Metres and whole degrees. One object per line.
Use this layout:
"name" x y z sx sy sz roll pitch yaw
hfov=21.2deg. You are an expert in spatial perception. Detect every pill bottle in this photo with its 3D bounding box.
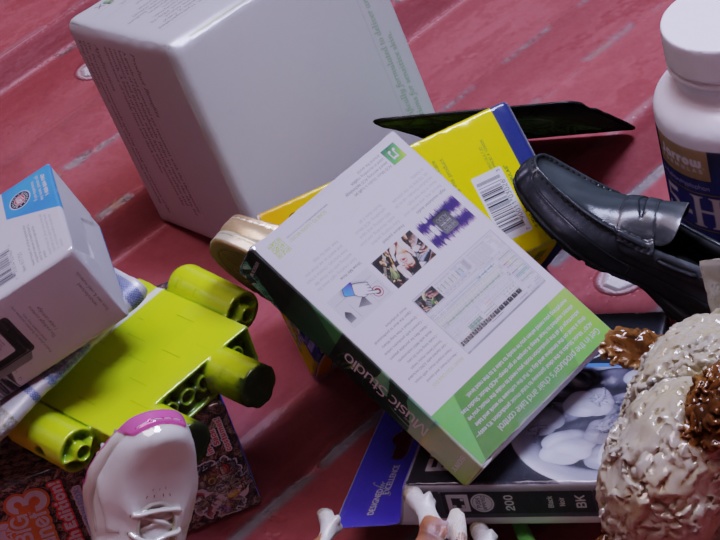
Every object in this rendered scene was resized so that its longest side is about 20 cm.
"pill bottle" 0.267 -0.093 1.335 0.120 0.200 0.120 -12 36 9

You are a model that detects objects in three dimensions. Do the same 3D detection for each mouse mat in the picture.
"mouse mat" 0.114 -0.112 1.479 0.161 0.008 0.200 -4 -2 21

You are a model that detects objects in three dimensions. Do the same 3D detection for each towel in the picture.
"towel" -0.241 0.062 1.274 0.200 0.024 0.147 -47 36 -17

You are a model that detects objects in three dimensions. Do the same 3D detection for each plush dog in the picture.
"plush dog" 0.189 0.094 1.079 0.160 0.200 0.172 28 27 14

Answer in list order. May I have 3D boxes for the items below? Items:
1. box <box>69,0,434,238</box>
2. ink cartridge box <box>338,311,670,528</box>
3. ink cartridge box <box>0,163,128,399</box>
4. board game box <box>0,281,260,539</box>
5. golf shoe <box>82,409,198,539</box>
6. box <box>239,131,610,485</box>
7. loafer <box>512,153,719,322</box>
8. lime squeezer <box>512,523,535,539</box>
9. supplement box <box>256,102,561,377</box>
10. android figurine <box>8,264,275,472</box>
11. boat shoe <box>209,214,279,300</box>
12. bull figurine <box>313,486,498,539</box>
"box" -0.083 -0.154 1.548 0.200 0.199 0.171 -36 31 -22
"ink cartridge box" 0.096 0.096 1.273 0.200 0.043 0.198 -5 29 19
"ink cartridge box" -0.258 0.033 1.243 0.200 0.068 0.116 -33 35 4
"board game box" -0.191 0.117 1.341 0.200 0.097 0.159 -22 36 -5
"golf shoe" -0.131 0.178 1.175 0.075 0.200 0.092 -4 36 -30
"box" 0.043 0.021 1.222 0.200 0.036 0.144 43 57 11
"loafer" 0.197 -0.023 1.304 0.200 0.070 0.068 34 33 2
"lime squeezer" 0.081 0.200 1.170 0.071 0.038 0.200 5 43 29
"supplement box" 0.034 -0.021 1.381 0.200 0.109 0.110 -25 80 -11
"android figurine" -0.155 0.063 1.282 0.200 0.041 0.182 24 53 40
"boat shoe" 0.000 0.000 1.285 0.200 0.074 0.069 22 70 -5
"bull figurine" -0.010 0.198 1.176 0.200 0.065 0.121 -10 33 25
